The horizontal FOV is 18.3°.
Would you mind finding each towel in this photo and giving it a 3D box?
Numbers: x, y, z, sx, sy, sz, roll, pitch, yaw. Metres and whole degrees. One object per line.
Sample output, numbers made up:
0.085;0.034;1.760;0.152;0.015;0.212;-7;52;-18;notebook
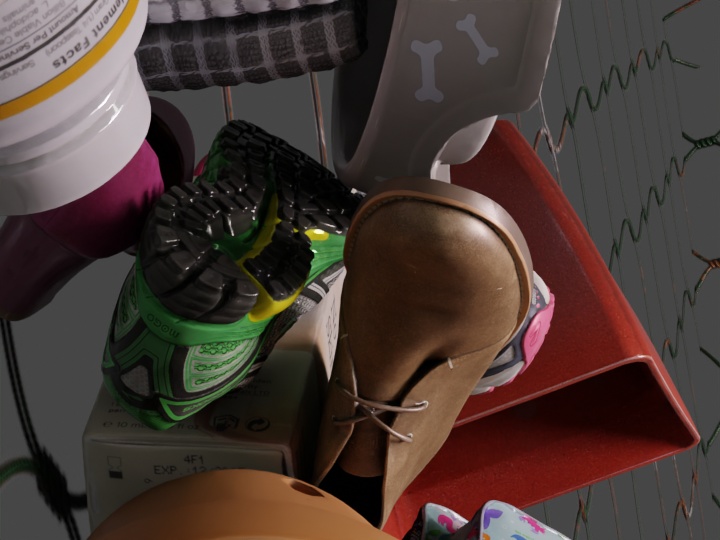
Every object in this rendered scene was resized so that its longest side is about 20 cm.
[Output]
-0.075;-0.155;0.895;0.086;0.165;0.200;70;18;-48;towel

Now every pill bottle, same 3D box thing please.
-0.138;-0.115;0.732;0.109;0.109;0.200;-84;160;-45;pill bottle

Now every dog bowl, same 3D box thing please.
0.033;-0.117;0.896;0.200;0.059;0.200;-172;-90;-81;dog bowl

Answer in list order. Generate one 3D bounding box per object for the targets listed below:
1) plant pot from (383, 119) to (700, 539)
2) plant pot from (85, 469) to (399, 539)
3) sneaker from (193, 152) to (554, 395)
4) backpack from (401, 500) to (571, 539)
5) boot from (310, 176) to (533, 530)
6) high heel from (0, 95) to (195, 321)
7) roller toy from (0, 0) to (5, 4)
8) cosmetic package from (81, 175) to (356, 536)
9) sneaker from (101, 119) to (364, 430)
0.061;0.032;1.294;0.200;0.200;0.176;48;23;-65;plant pot
-0.045;0.159;0.804;0.140;0.200;0.200;-109;-175;-71;plant pot
0.000;0.000;1.083;0.081;0.200;0.075;-62;152;-13;sneaker
0.080;0.241;1.230;0.177;0.151;0.200;31;43;-15;backpack
0.017;0.039;0.850;0.200;0.074;0.076;102;7;-57;boot
-0.086;-0.049;0.899;0.067;0.096;0.200;41;25;-8;high heel
-0.157;-0.142;0.538;0.183;0.200;0.140;52;12;8;roller toy
-0.054;0.052;0.967;0.200;0.087;0.103;-78;168;-55;cosmetic package
-0.053;-0.001;0.885;0.085;0.078;0.200;-57;173;23;sneaker
